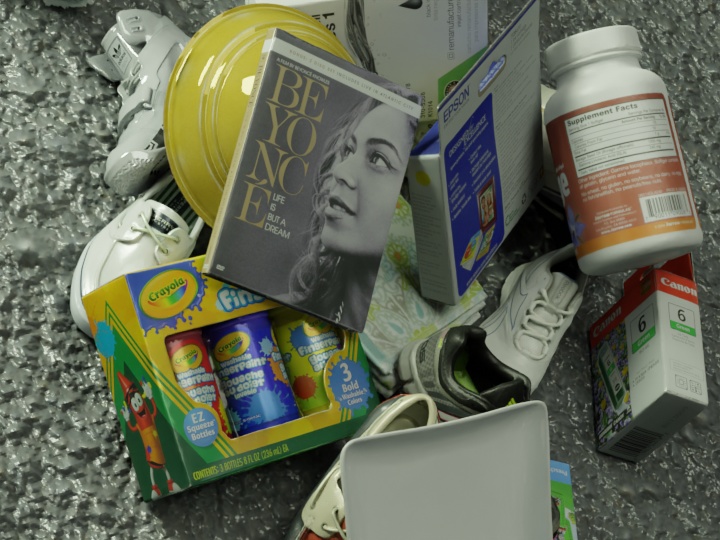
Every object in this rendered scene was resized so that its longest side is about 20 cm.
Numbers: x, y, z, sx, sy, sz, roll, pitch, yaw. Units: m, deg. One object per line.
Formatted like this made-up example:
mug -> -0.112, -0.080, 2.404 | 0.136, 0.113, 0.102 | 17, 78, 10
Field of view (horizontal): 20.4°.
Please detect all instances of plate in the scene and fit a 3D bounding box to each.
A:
plate -> 0.063, 0.209, 1.510 | 0.199, 0.032, 0.201 | -9, 100, -36

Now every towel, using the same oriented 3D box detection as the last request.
towel -> 0.000, 0.000, 1.717 | 0.200, 0.048, 0.171 | 48, 43, 6

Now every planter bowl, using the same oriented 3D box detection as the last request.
planter bowl -> -0.052, -0.118, 1.610 | 0.199, 0.083, 0.202 | 0, 90, -34

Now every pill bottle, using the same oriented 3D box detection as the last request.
pill bottle -> 0.222, -0.105, 1.744 | 0.112, 0.112, 0.201 | -6, 80, -37

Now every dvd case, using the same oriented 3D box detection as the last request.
dvd case -> -0.034, -0.069, 1.558 | 0.148, 0.016, 0.201 | 22, 75, -31

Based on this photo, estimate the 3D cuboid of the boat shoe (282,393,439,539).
boat shoe -> -0.002, 0.180, 1.521 | 0.071, 0.063, 0.201 | 34, 75, -1

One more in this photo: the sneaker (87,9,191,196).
sneaker -> -0.186, -0.146, 1.681 | 0.115, 0.075, 0.200 | 39, 40, -2

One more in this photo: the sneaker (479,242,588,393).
sneaker -> 0.148, 0.044, 1.753 | 0.074, 0.087, 0.200 | 35, 47, -9

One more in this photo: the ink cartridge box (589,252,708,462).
ink cartridge box -> 0.254, 0.058, 1.797 | 0.050, 0.109, 0.201 | 18, 50, -22

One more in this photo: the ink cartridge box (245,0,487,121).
ink cartridge box -> 0.005, -0.201, 1.738 | 0.199, 0.147, 0.085 | -10, 40, -7

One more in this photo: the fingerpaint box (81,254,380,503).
fingerpaint box -> -0.094, 0.070, 1.552 | 0.199, 0.073, 0.168 | -13, 83, -40

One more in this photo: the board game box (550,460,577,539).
board game box -> 0.109, 0.236, 1.621 | 0.151, 0.037, 0.201 | 15, 52, -24

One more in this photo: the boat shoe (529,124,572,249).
boat shoe -> 0.175, -0.070, 1.875 | 0.200, 0.093, 0.074 | 33, 43, 32

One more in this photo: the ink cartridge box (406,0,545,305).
ink cartridge box -> 0.100, -0.107, 1.701 | 0.047, 0.201, 0.198 | 12, 40, 27

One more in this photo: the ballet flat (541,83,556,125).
ballet flat -> 0.201, -0.135, 1.936 | 0.200, 0.064, 0.067 | 45, 45, 3

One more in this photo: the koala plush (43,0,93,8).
koala plush -> -0.285, -0.320, 1.686 | 0.200, 0.177, 0.184 | 42, 57, 0

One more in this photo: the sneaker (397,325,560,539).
sneaker -> 0.107, 0.128, 1.609 | 0.074, 0.087, 0.201 | -18, 73, -42

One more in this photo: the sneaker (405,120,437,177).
sneaker -> 0.050, -0.138, 1.830 | 0.088, 0.074, 0.200 | -22, 72, -44

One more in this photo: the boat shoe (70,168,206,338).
boat shoe -> -0.170, -0.030, 1.609 | 0.073, 0.067, 0.200 | 33, 46, -8
